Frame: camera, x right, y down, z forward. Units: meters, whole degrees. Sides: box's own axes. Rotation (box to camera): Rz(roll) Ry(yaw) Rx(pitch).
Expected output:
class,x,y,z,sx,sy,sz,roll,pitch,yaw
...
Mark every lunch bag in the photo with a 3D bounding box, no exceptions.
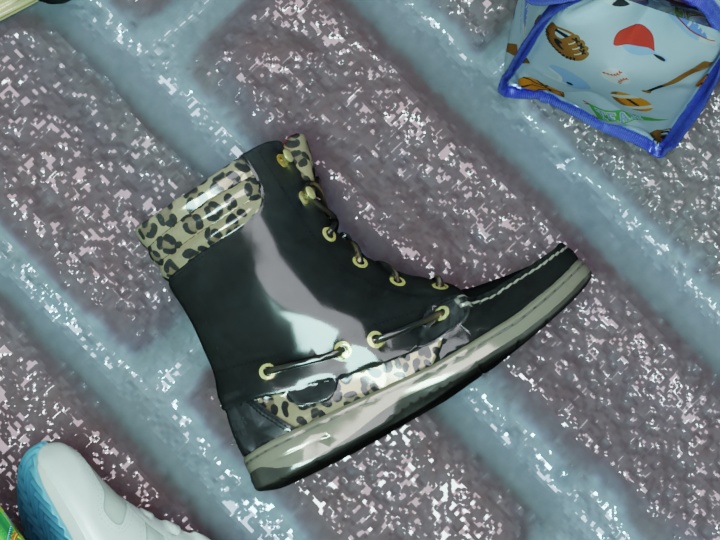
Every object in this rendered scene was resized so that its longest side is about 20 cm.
class,x,y,z,sx,sy,sz,roll,pitch,yaw
lunch bag,0.147,-0.174,1.148,0.123,0.200,0.171,18,75,-3

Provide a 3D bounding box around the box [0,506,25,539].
class,x,y,z,sx,sy,sz,roll,pitch,yaw
box,-0.277,0.125,1.056,0.199,0.122,0.193,-35,84,-14

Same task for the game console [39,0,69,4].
class,x,y,z,sx,sy,sz,roll,pitch,yaw
game console,-0.164,-0.260,1.207,0.200,0.116,0.176,39,102,9

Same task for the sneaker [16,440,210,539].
class,x,y,z,sx,sy,sz,roll,pitch,yaw
sneaker,-0.086,0.156,1.106,0.081,0.076,0.200,-40,91,-23

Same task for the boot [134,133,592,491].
class,x,y,z,sx,sy,sz,roll,pitch,yaw
boot,0.000,0.000,1.154,0.199,0.073,0.151,-31,82,-8

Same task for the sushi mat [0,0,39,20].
class,x,y,z,sx,sy,sz,roll,pitch,yaw
sushi mat,-0.212,-0.164,1.191,0.199,0.012,0.096,-30,81,-14
